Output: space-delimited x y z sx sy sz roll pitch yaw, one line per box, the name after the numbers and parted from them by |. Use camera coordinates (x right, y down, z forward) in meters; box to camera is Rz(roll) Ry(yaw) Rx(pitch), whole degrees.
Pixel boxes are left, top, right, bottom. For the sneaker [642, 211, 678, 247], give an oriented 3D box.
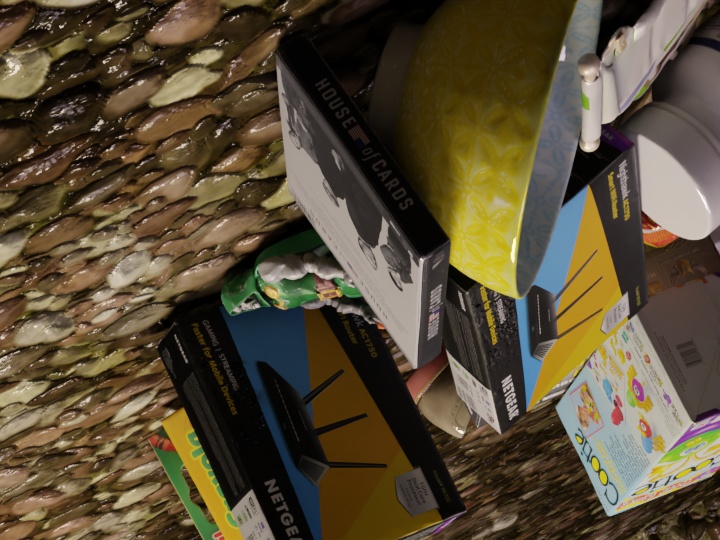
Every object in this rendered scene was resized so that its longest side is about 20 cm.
0.262 -0.103 1.458 0.200 0.073 0.077 -45 165 -1 | sneaker

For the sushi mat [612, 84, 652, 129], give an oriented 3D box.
0.177 -0.075 1.386 0.096 0.012 0.201 -43 158 -51 | sushi mat

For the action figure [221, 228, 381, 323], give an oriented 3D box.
0.000 0.000 1.363 0.199 0.055 0.118 -11 152 11 | action figure

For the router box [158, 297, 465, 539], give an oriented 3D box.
-0.035 0.112 1.408 0.149 0.201 0.051 -18 163 -31 | router box

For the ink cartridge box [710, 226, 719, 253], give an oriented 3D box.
0.262 -0.015 1.702 0.145 0.084 0.200 -22 160 -15 | ink cartridge box

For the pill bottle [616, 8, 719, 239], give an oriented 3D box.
0.262 -0.116 1.300 0.200 0.120 0.120 -41 166 -17 | pill bottle

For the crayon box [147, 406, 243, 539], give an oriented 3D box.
-0.066 0.137 1.564 0.199 0.127 0.051 -33 171 13 | crayon box

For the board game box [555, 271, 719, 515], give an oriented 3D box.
0.243 0.096 1.539 0.102 0.105 0.200 -17 159 -20 | board game box

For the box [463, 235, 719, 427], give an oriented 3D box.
0.177 0.045 1.560 0.199 0.049 0.159 -21 160 -10 | box

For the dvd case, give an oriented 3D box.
0.001 -0.035 1.171 0.025 0.151 0.200 -32 163 -10 | dvd case

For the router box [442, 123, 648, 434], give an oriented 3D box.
0.120 0.004 1.316 0.149 0.051 0.200 -41 151 -13 | router box

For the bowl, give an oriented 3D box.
0.065 -0.093 1.140 0.107 0.201 0.200 14 165 11 | bowl

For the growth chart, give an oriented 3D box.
0.189 -0.159 1.199 0.200 0.018 0.145 -52 164 -16 | growth chart

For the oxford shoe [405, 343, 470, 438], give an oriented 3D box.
0.123 0.062 1.675 0.200 0.075 0.071 -44 166 -18 | oxford shoe

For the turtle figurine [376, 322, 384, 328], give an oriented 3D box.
0.075 -0.004 1.489 0.199 0.065 0.161 -19 -179 5 | turtle figurine
